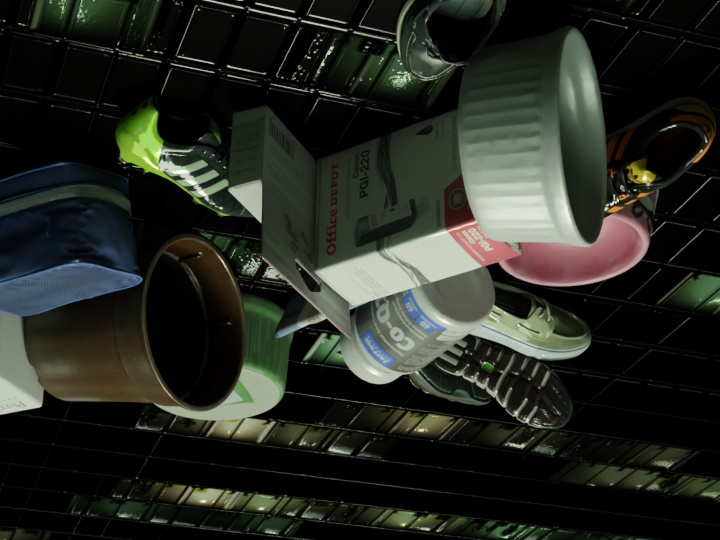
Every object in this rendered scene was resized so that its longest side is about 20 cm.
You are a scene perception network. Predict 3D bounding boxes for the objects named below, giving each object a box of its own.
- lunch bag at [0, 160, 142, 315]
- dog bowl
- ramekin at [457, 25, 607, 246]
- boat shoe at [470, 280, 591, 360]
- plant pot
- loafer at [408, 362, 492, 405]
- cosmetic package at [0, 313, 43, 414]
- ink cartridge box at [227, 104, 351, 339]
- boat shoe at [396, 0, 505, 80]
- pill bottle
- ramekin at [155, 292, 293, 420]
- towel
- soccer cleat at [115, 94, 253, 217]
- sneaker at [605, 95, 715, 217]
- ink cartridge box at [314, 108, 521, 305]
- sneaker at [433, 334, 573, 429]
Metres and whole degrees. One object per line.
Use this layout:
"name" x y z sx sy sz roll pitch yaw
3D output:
"lunch bag" -0.340 -0.039 1.576 0.199 0.133 0.136 -14 164 22
"dog bowl" 0.227 -0.052 1.614 0.199 0.074 0.200 0 151 0
"ramekin" 0.159 -0.119 1.371 0.097 0.202 0.201 -3 152 21
"boat shoe" 0.202 0.059 1.821 0.199 0.072 0.062 13 143 -21
"plant pot" -0.267 0.071 1.725 0.197 0.201 0.200 -9 151 29
"loafer" 0.099 0.140 1.970 0.063 0.072 0.200 -14 151 35
"cosmetic package" -0.479 0.059 1.711 0.166 0.167 0.200 -12 150 19
"ink cartridge box" -0.070 -0.043 1.519 0.044 0.177 0.200 -12 149 22
"boat shoe" 0.083 -0.217 1.319 0.074 0.066 0.199 11 149 -20
"pill bottle" 0.061 0.054 1.763 0.113 0.114 0.200 14 148 -25
"ramekin" -0.183 0.113 1.881 0.199 0.098 0.200 -1 151 0
"towel" 0.000 0.000 1.640 0.199 0.147 0.024 -24 117 39
"soccer cleat" -0.156 -0.113 1.513 0.199 0.068 0.081 25 130 -38
"sneaker" 0.259 -0.098 1.462 0.200 0.090 0.070 -34 99 18
"ink cartridge box" 0.055 -0.066 1.509 0.199 0.146 0.085 -19 144 28
"sneaker" 0.185 0.125 1.889 0.199 0.076 0.115 33 -171 7
